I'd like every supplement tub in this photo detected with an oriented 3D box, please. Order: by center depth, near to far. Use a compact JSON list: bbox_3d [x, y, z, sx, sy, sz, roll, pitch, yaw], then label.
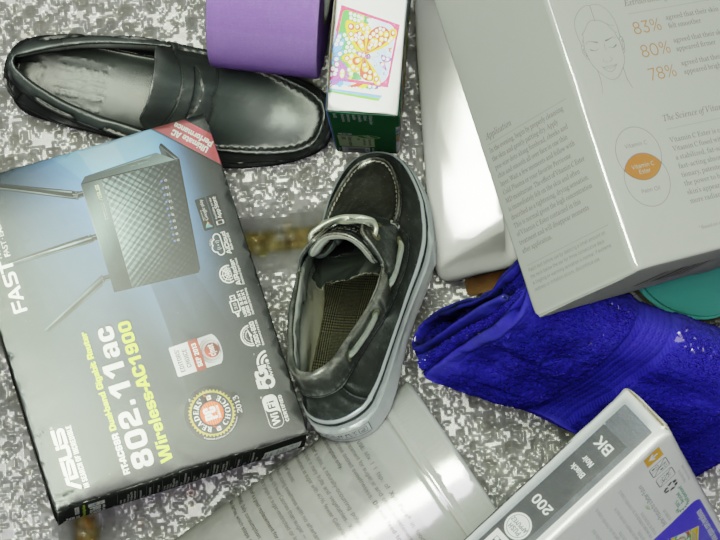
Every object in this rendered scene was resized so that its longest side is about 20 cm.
[{"bbox_3d":[-0.018,0.172,1.399,0.200,0.132,0.132,-34,87,0],"label":"supplement tub"}]

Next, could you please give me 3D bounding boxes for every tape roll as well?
[{"bbox_3d":[-0.044,-0.213,1.388,0.065,0.200,0.201,6,87,2],"label":"tape roll"}]

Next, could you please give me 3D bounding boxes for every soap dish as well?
[{"bbox_3d":[0.093,-0.090,1.408,0.081,0.157,0.201,-4,87,-16],"label":"soap dish"}]

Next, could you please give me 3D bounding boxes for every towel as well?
[{"bbox_3d":[0.143,0.061,1.372,0.199,0.148,0.050,20,66,-18],"label":"towel"}]

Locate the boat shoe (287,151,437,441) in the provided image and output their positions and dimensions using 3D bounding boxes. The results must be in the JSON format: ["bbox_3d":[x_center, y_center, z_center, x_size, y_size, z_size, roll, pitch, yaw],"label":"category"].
[{"bbox_3d":[0.000,0.000,1.396,0.072,0.071,0.201,-7,50,16],"label":"boat shoe"}]

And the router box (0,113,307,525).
[{"bbox_3d":[-0.131,0.026,1.377,0.149,0.062,0.201,-17,81,-10],"label":"router box"}]

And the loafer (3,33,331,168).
[{"bbox_3d":[-0.115,-0.102,1.447,0.200,0.070,0.068,10,87,1],"label":"loafer"}]

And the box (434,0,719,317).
[{"bbox_3d":[0.134,-0.093,1.273,0.124,0.097,0.201,-13,82,-32],"label":"box"}]

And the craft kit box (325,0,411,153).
[{"bbox_3d":[0.010,-0.175,1.387,0.048,0.200,0.199,2,88,1],"label":"craft kit box"}]

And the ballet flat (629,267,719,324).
[{"bbox_3d":[0.214,-0.005,1.407,0.200,0.072,0.072,7,86,-34],"label":"ballet flat"}]

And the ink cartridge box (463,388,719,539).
[{"bbox_3d":[0.110,0.177,1.368,0.200,0.198,0.043,-43,61,-4],"label":"ink cartridge box"}]
